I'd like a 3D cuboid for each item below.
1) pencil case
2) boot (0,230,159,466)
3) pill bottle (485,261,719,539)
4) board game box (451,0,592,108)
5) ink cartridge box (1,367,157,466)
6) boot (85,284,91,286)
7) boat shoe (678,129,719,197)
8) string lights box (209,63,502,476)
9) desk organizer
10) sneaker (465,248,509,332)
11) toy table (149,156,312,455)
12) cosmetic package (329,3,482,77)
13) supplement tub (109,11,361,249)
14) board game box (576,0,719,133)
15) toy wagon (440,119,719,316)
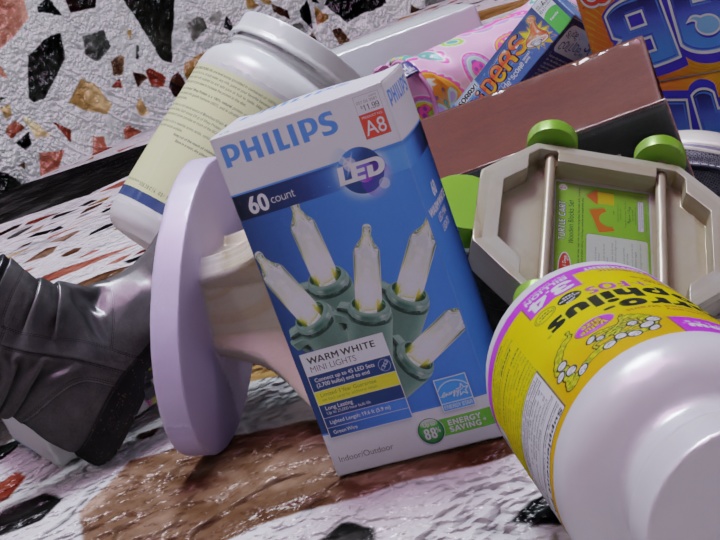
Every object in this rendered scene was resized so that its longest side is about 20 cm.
[{"bbox_3d":[0.107,-0.167,1.155,0.199,0.088,0.087,-27,15,-25],"label":"pencil case"},{"bbox_3d":[-0.188,0.020,0.951,0.070,0.131,0.201,-9,54,66],"label":"boot"},{"bbox_3d":[0.118,0.065,0.566,0.103,0.105,0.200,-21,14,-2],"label":"pill bottle"},{"bbox_3d":[0.158,-0.140,1.129,0.136,0.035,0.199,-50,-27,18],"label":"board game box"},{"bbox_3d":[-0.175,0.055,1.062,0.199,0.068,0.115,-34,21,-25],"label":"ink cartridge box"},{"bbox_3d":[-0.274,0.085,1.131,0.200,0.071,0.144,-29,8,11],"label":"boot"},{"bbox_3d":[0.172,-0.034,0.973,0.198,0.075,0.093,-11,34,32],"label":"boat shoe"},{"bbox_3d":[0.004,0.001,0.773,0.102,0.202,0.059,-16,14,18],"label":"string lights box"},{"bbox_3d":[0.112,-0.076,0.946,0.198,0.072,0.077,-19,41,16],"label":"desk organizer"},{"bbox_3d":[0.097,0.017,0.873,0.198,0.091,0.067,-6,-25,-17],"label":"sneaker"},{"bbox_3d":[-0.054,0.016,0.903,0.116,0.202,0.184,-6,-17,16],"label":"toy table"},{"bbox_3d":[0.044,-0.141,1.310,0.165,0.169,0.200,-19,11,1],"label":"cosmetic package"},{"bbox_3d":[-0.093,-0.089,1.131,0.201,0.144,0.145,-59,22,-6],"label":"supplement tub"},{"bbox_3d":[0.304,-0.175,1.010,0.199,0.202,0.199,-5,21,47],"label":"board game box"},{"bbox_3d":[0.120,-0.026,0.831,0.198,0.040,0.156,9,44,3],"label":"toy wagon"}]
